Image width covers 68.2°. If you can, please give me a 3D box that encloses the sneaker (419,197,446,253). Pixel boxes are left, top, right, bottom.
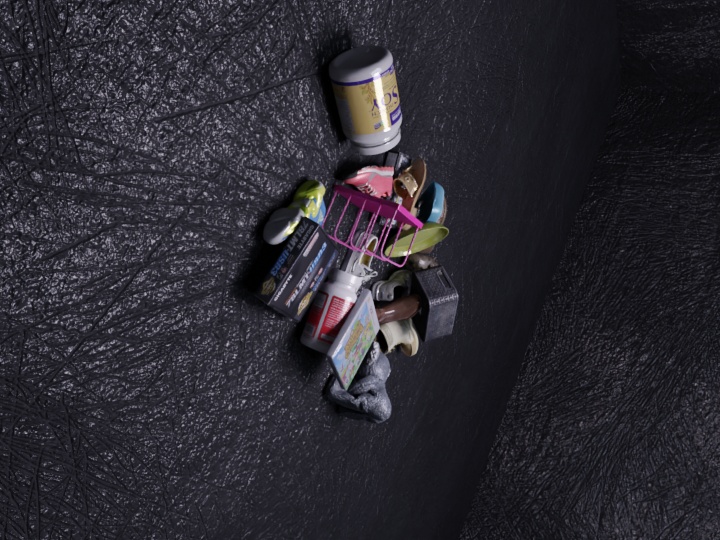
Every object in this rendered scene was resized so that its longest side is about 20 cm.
[{"bbox_3d":[0.219,-0.152,1.684,0.075,0.070,0.204,-3,107,-54],"label":"sneaker"}]

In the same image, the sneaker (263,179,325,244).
[{"bbox_3d":[-0.132,-0.105,1.178,0.201,0.075,0.106,-52,142,-30],"label":"sneaker"}]

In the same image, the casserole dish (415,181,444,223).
[{"bbox_3d":[0.201,-0.178,1.568,0.200,0.038,0.123,127,-27,-66],"label":"casserole dish"}]

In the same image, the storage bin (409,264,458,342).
[{"bbox_3d":[0.212,0.100,1.584,0.092,0.136,0.202,-14,139,-11],"label":"storage bin"}]

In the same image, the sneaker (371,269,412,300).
[{"bbox_3d":[0.116,0.057,1.615,0.199,0.081,0.076,-26,126,-48],"label":"sneaker"}]

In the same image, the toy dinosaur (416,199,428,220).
[{"bbox_3d":[0.141,-0.171,1.500,0.199,0.047,0.089,32,86,-55],"label":"toy dinosaur"}]

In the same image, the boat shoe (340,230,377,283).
[{"bbox_3d":[0.003,0.000,1.417,0.074,0.085,0.205,26,82,-57],"label":"boat shoe"}]

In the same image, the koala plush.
[{"bbox_3d":[0.028,0.320,1.546,0.202,0.181,0.178,-67,149,-30],"label":"koala plush"}]

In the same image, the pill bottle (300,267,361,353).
[{"bbox_3d":[-0.068,0.102,1.334,0.112,0.111,0.203,24,85,-57],"label":"pill bottle"}]

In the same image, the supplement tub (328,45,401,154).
[{"bbox_3d":[0.017,-0.383,1.206,0.146,0.144,0.202,-48,140,-32],"label":"supplement tub"}]

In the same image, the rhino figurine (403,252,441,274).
[{"bbox_3d":[0.209,-0.017,1.704,0.198,0.088,0.060,3,131,-51],"label":"rhino figurine"}]

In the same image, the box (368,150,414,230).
[{"bbox_3d":[0.106,-0.220,1.504,0.160,0.049,0.204,8,98,-56],"label":"box"}]

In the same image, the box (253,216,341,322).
[{"bbox_3d":[-0.132,0.004,1.187,0.202,0.049,0.199,-58,163,-8],"label":"box"}]

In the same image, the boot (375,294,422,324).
[{"bbox_3d":[0.058,0.120,1.493,0.199,0.185,0.065,3,62,-56],"label":"boot"}]

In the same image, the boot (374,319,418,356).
[{"bbox_3d":[0.112,0.223,1.697,0.154,0.071,0.203,-42,129,-40],"label":"boot"}]

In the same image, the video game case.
[{"bbox_3d":[-0.013,0.176,1.343,0.202,0.022,0.183,-59,153,-28],"label":"video game case"}]

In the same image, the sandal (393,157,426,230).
[{"bbox_3d":[0.117,-0.218,1.409,0.069,0.077,0.216,22,72,-33],"label":"sandal"}]

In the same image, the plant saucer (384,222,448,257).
[{"bbox_3d":[0.160,-0.094,1.552,0.199,0.198,0.032,7,61,-56],"label":"plant saucer"}]

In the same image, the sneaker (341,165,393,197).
[{"bbox_3d":[0.028,-0.219,1.347,0.199,0.073,0.089,-15,101,-53],"label":"sneaker"}]

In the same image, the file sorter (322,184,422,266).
[{"bbox_3d":[0.022,-0.105,1.299,0.138,0.198,0.127,26,86,-56],"label":"file sorter"}]
